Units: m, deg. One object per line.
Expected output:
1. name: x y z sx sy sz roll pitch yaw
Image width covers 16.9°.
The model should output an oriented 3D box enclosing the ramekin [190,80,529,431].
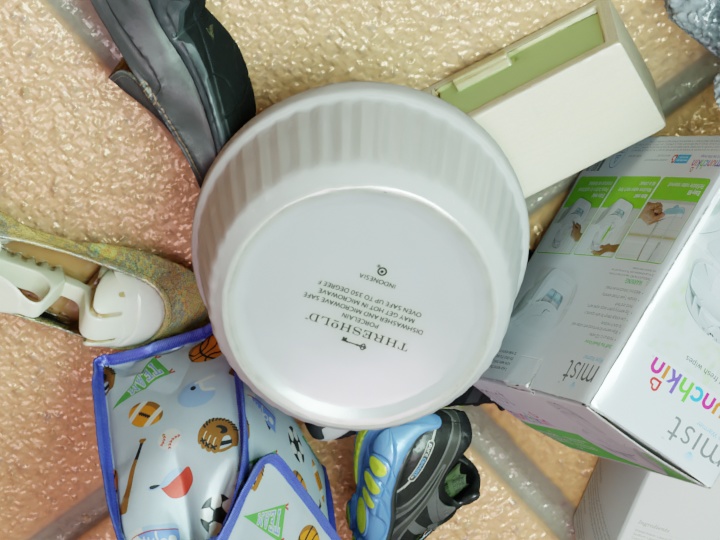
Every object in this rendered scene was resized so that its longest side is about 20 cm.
1. ramekin: 0.000 0.000 1.397 0.201 0.094 0.203 0 118 0

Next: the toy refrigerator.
1. toy refrigerator: 0.075 -0.083 1.450 0.199 0.076 0.070 -27 115 14

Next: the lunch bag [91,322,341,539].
1. lunch bag: -0.079 0.158 1.486 0.123 0.201 0.170 -20 132 11

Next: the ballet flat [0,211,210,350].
1. ballet flat: -0.183 0.013 1.504 0.199 0.071 0.071 19 116 -11

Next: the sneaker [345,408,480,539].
1. sneaker: 0.035 0.151 1.543 0.082 0.071 0.200 -6 146 -10

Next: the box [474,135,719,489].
1. box: 0.167 0.018 1.401 0.096 0.200 0.177 33 82 -17

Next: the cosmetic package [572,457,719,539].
1. cosmetic package: 0.208 0.117 1.540 0.084 0.108 0.201 17 118 -9

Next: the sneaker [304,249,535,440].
1. sneaker: 0.059 0.067 1.531 0.199 0.072 0.083 -30 115 15

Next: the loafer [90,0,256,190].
1. loafer: -0.114 -0.124 1.435 0.072 0.073 0.201 -13 108 16

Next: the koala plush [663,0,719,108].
1. koala plush: 0.305 -0.165 1.365 0.183 0.178 0.200 24 115 -25
